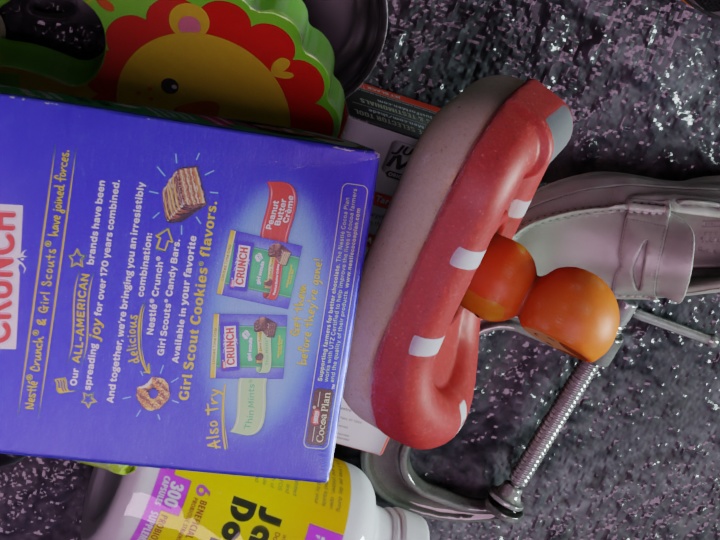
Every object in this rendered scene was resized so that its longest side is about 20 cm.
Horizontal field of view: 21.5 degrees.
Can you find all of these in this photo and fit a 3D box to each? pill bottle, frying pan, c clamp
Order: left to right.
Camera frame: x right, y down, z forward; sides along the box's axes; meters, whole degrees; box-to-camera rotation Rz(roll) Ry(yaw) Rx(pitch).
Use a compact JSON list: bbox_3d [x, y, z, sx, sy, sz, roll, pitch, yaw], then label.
[{"bbox_3d":[-0.076,-0.128,1.030,0.188,0.031,0.116,-18,110,12],"label":"frying pan"},{"bbox_3d":[-0.061,0.152,1.148,0.198,0.105,0.105,21,115,-17],"label":"pill bottle"},{"bbox_3d":[0.100,0.086,1.174,0.170,0.027,0.201,27,112,-19],"label":"c clamp"}]

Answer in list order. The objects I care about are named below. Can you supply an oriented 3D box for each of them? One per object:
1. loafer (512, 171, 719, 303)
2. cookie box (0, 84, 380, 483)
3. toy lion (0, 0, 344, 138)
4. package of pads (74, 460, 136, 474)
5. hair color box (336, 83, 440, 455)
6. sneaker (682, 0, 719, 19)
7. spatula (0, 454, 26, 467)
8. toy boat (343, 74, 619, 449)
[{"bbox_3d":[0.166,-0.016,1.081,0.198,0.070,0.071,-8,121,-16],"label":"loafer"},{"bbox_3d":[-0.105,0.006,0.938,0.198,0.075,0.173,8,95,-19],"label":"cookie box"},{"bbox_3d":[-0.115,-0.098,1.001,0.191,0.069,0.200,-32,118,27],"label":"toy lion"},{"bbox_3d":[-0.202,0.025,1.031,0.198,0.155,0.069,20,111,-16],"label":"package of pads"},{"bbox_3d":[0.000,0.000,1.096,0.101,0.061,0.201,17,116,-15],"label":"hair color box"},{"bbox_3d":[0.250,-0.147,1.034,0.198,0.077,0.079,20,117,-15],"label":"sneaker"},{"bbox_3d":[-0.224,0.118,1.091,0.056,0.021,0.200,23,151,-19],"label":"spatula"},{"bbox_3d":[0.073,0.008,0.986,0.130,0.130,0.201,28,115,9],"label":"toy boat"}]
